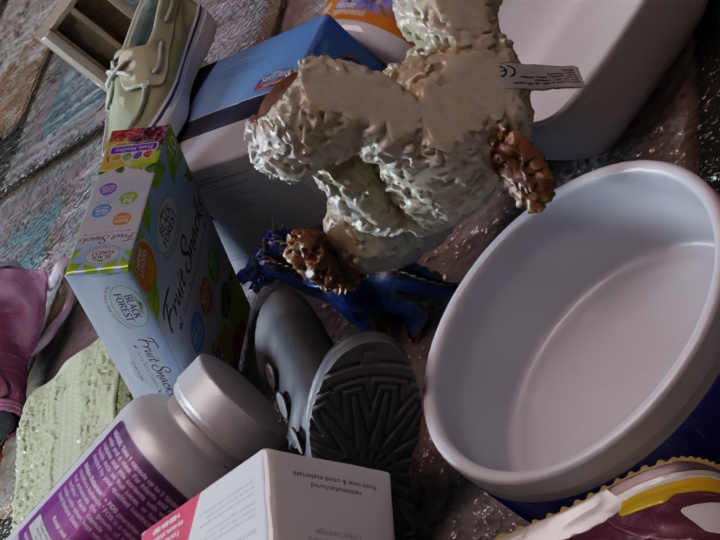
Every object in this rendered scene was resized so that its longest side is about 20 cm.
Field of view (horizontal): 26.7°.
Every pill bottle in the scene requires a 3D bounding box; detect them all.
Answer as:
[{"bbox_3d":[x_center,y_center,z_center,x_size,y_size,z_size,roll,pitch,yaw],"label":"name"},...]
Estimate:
[{"bbox_3d":[-0.144,0.157,1.036,0.200,0.112,0.112,-47,30,7],"label":"pill bottle"},{"bbox_3d":[0.045,-0.229,1.203,0.112,0.112,0.201,-6,52,51],"label":"pill bottle"}]

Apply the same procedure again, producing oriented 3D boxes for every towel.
[{"bbox_3d":[-0.235,0.135,1.260,0.148,0.036,0.200,-41,31,18],"label":"towel"}]

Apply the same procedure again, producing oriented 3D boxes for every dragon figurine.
[{"bbox_3d":[0.000,0.000,1.024,0.200,0.099,0.059,-9,50,49],"label":"dragon figurine"}]

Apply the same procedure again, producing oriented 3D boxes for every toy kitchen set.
[{"bbox_3d":[-0.212,-0.148,1.394,0.163,0.180,0.200,-53,26,-3],"label":"toy kitchen set"}]

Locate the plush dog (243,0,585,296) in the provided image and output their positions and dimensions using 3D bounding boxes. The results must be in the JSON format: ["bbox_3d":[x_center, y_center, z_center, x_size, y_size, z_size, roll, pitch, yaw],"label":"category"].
[{"bbox_3d":[0.034,-0.065,0.920,0.200,0.160,0.172,-44,-8,-28],"label":"plush dog"}]

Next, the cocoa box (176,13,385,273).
[{"bbox_3d":[-0.066,-0.087,1.174,0.200,0.133,0.132,-13,45,48],"label":"cocoa box"}]

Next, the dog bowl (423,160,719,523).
[{"bbox_3d":[0.133,0.044,0.817,0.200,0.079,0.201,-35,33,27],"label":"dog bowl"}]

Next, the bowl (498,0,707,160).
[{"bbox_3d":[0.143,-0.158,1.030,0.200,0.075,0.200,-56,31,-8],"label":"bowl"}]

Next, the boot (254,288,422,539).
[{"bbox_3d":[-0.019,0.066,0.940,0.065,0.166,0.200,-5,29,-11],"label":"boot"}]

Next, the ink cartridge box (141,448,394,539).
[{"bbox_3d":[-0.048,0.216,0.797,0.145,0.083,0.201,-36,48,45],"label":"ink cartridge box"}]

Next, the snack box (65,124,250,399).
[{"bbox_3d":[-0.140,0.016,1.100,0.053,0.200,0.143,-6,46,14],"label":"snack box"}]

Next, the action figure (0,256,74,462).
[{"bbox_3d":[-0.327,0.099,1.398,0.148,0.134,0.201,-8,48,-7],"label":"action figure"}]

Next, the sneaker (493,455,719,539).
[{"bbox_3d":[0.100,0.169,0.727,0.200,0.075,0.090,-38,27,23],"label":"sneaker"}]

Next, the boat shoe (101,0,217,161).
[{"bbox_3d":[-0.170,-0.146,1.186,0.072,0.062,0.201,-29,34,37],"label":"boat shoe"}]
